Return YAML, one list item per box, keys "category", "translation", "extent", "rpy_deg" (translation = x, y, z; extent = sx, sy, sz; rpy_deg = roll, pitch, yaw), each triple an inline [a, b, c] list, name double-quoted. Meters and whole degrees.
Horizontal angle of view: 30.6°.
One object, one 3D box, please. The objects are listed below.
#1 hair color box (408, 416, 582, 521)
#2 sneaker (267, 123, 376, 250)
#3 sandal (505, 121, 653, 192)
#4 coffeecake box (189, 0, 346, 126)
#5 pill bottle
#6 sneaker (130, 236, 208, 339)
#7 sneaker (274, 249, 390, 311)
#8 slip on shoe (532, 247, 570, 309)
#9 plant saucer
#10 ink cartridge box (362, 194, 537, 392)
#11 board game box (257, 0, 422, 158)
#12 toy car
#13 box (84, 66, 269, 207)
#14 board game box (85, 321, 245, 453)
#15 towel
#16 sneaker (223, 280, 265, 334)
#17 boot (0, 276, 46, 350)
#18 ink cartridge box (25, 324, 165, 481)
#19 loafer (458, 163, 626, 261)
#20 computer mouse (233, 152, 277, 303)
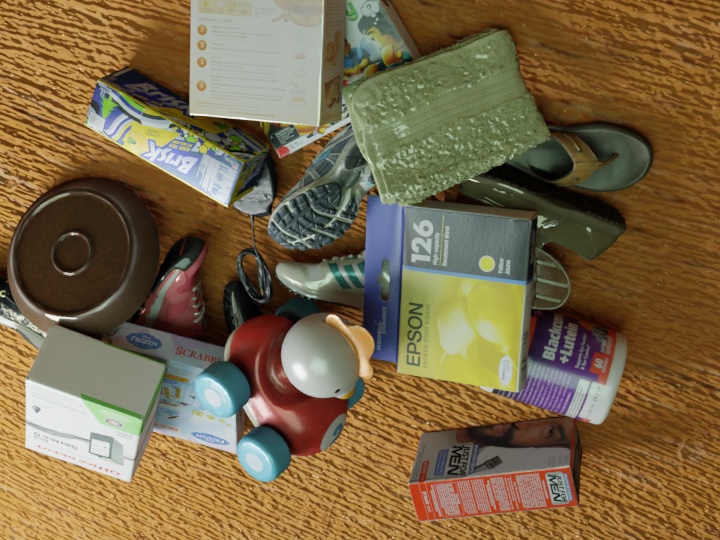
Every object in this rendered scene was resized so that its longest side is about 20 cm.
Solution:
- category: "hair color box"
  translation: [0.167, 0.243, 1.617]
  extent: [0.200, 0.111, 0.064]
  rpy_deg: [-8, 115, 16]
- category: "sneaker"
  translation: [-0.026, -0.103, 1.495]
  extent: [0.200, 0.086, 0.078]
  rpy_deg: [-40, 119, 18]
- category: "sandal"
  translation: [0.219, -0.130, 1.445]
  extent: [0.200, 0.055, 0.082]
  rpy_deg: [16, 119, 4]
- category: "coffeecake box"
  translation: [-0.098, -0.262, 1.403]
  extent: [0.153, 0.073, 0.201]
  rpy_deg: [7, 105, 18]
- category: "pill bottle"
  translation: [0.200, 0.099, 1.534]
  extent: [0.200, 0.111, 0.112]
  rpy_deg: [16, 119, 3]
- category: "sneaker"
  translation: [-0.221, 0.038, 1.630]
  extent: [0.087, 0.074, 0.200]
  rpy_deg: [27, 127, -12]
- category: "sneaker"
  translation: [0.000, 0.000, 1.565]
  extent: [0.199, 0.070, 0.094]
  rpy_deg: [16, 96, 10]
- category: "slip on shoe"
  translation: [0.146, -0.013, 1.520]
  extent: [0.200, 0.061, 0.076]
  rpy_deg: [17, 100, 0]
- category: "plant saucer"
  translation: [-0.339, -0.019, 1.572]
  extent: [0.200, 0.034, 0.201]
  rpy_deg: [-3, 77, 14]
- category: "ink cartridge box"
  translation: [0.092, 0.024, 1.468]
  extent: [0.200, 0.047, 0.198]
  rpy_deg: [6, 106, 17]
- category: "board game box"
  translation: [-0.038, -0.224, 1.465]
  extent: [0.200, 0.035, 0.126]
  rpy_deg: [-26, 108, 23]
- category: "toy car"
  translation: [-0.048, 0.119, 1.498]
  extent: [0.200, 0.184, 0.177]
  rpy_deg: [-22, 102, 47]
- category: "box"
  translation: [-0.210, -0.154, 1.500]
  extent: [0.200, 0.070, 0.064]
  rpy_deg: [30, 120, 10]
- category: "board game box"
  translation: [-0.244, 0.144, 1.650]
  extent: [0.200, 0.041, 0.200]
  rpy_deg: [15, 145, 5]
- category: "towel"
  translation: [0.092, -0.164, 1.407]
  extent: [0.200, 0.036, 0.149]
  rpy_deg: [-22, 90, -5]
- category: "sneaker"
  translation: [-0.109, 0.098, 1.640]
  extent: [0.087, 0.076, 0.200]
  rpy_deg: [-20, 105, -11]
- category: "boot"
  translation: [-0.399, 0.004, 1.648]
  extent: [0.203, 0.073, 0.154]
  rpy_deg: [34, 105, 12]
- category: "ink cartridge box"
  translation: [-0.326, 0.167, 1.605]
  extent: [0.145, 0.084, 0.200]
  rpy_deg: [19, 147, -2]
- category: "loafer"
  translation: [0.196, -0.064, 1.473]
  extent: [0.200, 0.076, 0.068]
  rpy_deg: [22, 113, 1]
- category: "computer mouse"
  translation: [-0.121, -0.057, 1.562]
  extent: [0.058, 0.034, 0.200]
  rpy_deg: [8, 114, 20]
